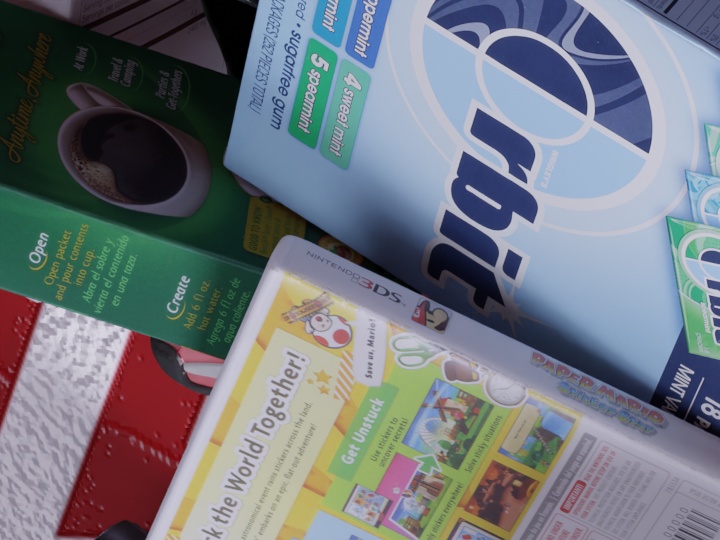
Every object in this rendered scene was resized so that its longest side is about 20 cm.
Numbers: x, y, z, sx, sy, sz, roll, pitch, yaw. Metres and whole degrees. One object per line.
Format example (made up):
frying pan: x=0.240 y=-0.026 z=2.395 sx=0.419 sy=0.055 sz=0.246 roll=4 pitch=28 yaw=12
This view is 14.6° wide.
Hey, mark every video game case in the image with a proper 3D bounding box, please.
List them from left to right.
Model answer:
video game case: x=0.024 y=0.095 z=0.954 sx=0.181 sy=0.023 sz=0.200 roll=25 pitch=134 yaw=-1

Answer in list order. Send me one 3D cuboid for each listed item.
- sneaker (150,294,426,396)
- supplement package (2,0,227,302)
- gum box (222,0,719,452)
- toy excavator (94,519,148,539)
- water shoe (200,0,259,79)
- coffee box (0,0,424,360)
sneaker: x=0.000 y=0.000 z=1.098 sx=0.199 sy=0.074 sz=0.087 roll=-7 pitch=95 yaw=35
supplement package: x=-0.124 y=-0.115 z=1.087 sx=0.121 sy=0.120 sz=0.201 roll=27 pitch=126 yaw=24
gum box: x=0.059 y=-0.047 z=0.882 sx=0.200 sy=0.045 sz=0.170 roll=33 pitch=142 yaw=14
toy excavator: x=-0.102 y=0.226 z=1.268 sx=0.100 sy=0.200 sz=0.195 roll=36 pitch=86 yaw=18
water shoe: x=-0.019 y=-0.124 z=1.028 sx=0.071 sy=0.079 sz=0.201 roll=14 pitch=120 yaw=32
coffee box: x=-0.076 y=-0.030 z=0.974 sx=0.199 sy=0.123 sz=0.044 roll=17 pitch=123 yaw=-10
